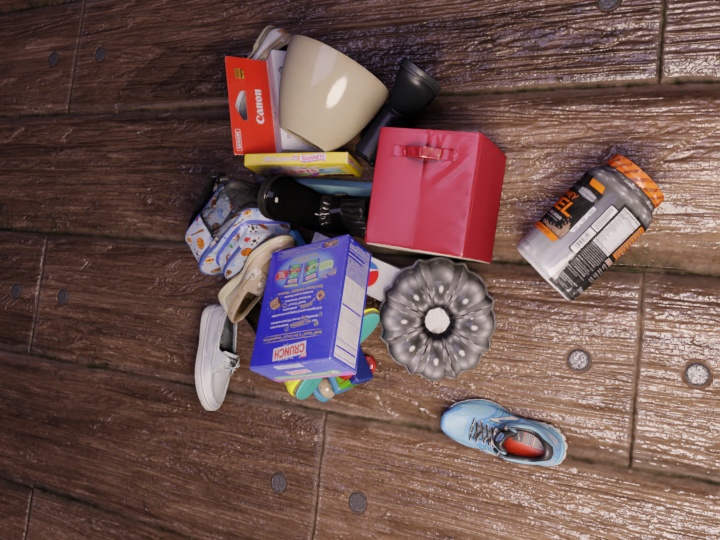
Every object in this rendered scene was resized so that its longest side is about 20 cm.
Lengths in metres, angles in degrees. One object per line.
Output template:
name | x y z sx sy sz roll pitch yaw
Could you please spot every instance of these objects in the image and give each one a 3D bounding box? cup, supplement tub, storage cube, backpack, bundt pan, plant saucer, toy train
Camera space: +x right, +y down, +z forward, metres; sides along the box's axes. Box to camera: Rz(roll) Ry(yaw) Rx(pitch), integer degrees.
cup | -0.068 -0.293 1.143 0.198 0.200 0.145 30 92 25
supplement tub | 0.341 -0.065 0.965 0.200 0.122 0.123 -47 67 11
storage cube | 0.122 -0.116 1.038 0.168 0.199 0.184 9 92 25
backpack | -0.223 -0.069 1.209 0.189 0.198 0.156 -35 68 30
bundt pan | 0.123 0.080 1.035 0.197 0.076 0.207 0 91 4
plant saucer | -0.052 -0.154 1.197 0.196 0.070 0.019 9 108 26
toy train | -0.064 0.125 1.159 0.115 0.084 0.203 -37 69 30

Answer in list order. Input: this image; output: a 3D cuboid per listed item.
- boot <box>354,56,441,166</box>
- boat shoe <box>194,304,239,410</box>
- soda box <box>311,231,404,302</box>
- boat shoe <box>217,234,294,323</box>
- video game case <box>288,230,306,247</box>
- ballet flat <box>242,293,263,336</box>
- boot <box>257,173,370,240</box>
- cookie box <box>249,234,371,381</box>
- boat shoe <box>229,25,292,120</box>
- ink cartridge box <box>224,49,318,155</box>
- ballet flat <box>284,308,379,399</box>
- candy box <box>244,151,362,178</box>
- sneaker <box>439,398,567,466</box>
boot | 0.058 -0.252 1.091 0.076 0.200 0.169 36 97 2
boat shoe | -0.270 0.165 1.250 0.070 0.070 0.205 -6 78 27
soda box | 0.000 0.000 1.147 0.198 0.068 0.065 25 94 26
boat shoe | -0.178 0.016 1.154 0.200 0.072 0.066 -42 64 25
video game case | -0.131 0.050 1.181 0.144 0.018 0.201 55 128 29
ballet flat | -0.180 0.100 1.189 0.201 0.046 0.068 53 126 31
boot | -0.062 -0.106 1.116 0.155 0.210 0.081 14 92 30
cookie box | -0.077 0.063 1.019 0.169 0.075 0.204 -11 58 36
boat shoe | -0.195 -0.388 1.290 0.068 0.074 0.203 27 94 31
ink cartridge box | -0.158 -0.314 1.219 0.043 0.170 0.204 -28 67 60
ballet flat | -0.056 0.121 1.065 0.200 0.067 0.067 -47 52 6
candy box | -0.103 -0.191 1.187 0.196 0.102 0.027 2 82 16
sneaker | 0.213 0.248 0.998 0.196 0.090 0.080 7 86 27
